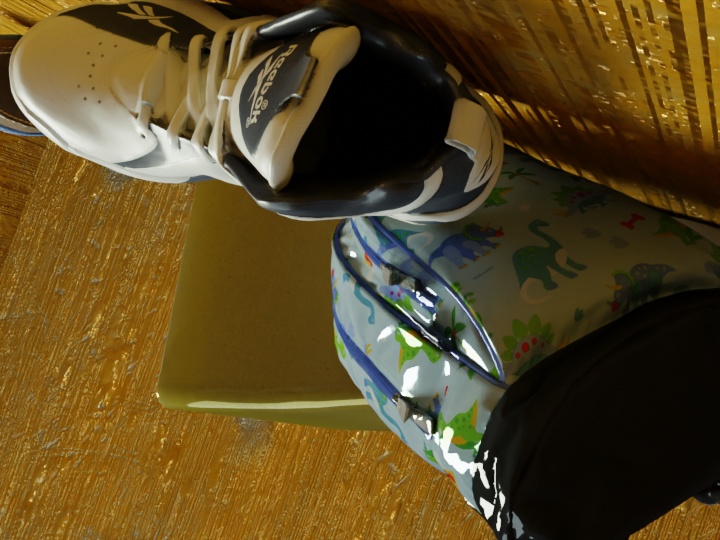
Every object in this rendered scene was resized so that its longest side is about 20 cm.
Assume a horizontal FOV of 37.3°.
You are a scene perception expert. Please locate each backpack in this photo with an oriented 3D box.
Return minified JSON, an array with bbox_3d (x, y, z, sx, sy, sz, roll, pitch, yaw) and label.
[{"bbox_3d":[0.069,0.020,0.485,0.163,0.154,0.200,-20,-161,-22],"label":"backpack"}]

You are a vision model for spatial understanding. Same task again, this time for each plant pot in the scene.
[{"bbox_3d":[0.016,0.010,0.686,0.176,0.201,0.200,6,172,34],"label":"plant pot"}]

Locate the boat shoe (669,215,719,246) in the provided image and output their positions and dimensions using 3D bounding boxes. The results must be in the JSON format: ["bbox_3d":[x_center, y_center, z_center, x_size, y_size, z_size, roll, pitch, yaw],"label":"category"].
[{"bbox_3d":[0.179,0.021,0.591,0.201,0.086,0.075,19,179,34],"label":"boat shoe"}]

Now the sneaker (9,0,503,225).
[{"bbox_3d":[-0.043,-0.064,0.382,0.198,0.080,0.130,19,178,2],"label":"sneaker"}]

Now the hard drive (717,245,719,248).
[{"bbox_3d":[0.240,0.062,0.476,0.200,0.025,0.132,44,162,-11],"label":"hard drive"}]

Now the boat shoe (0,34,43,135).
[{"bbox_3d":[-0.201,-0.129,0.789,0.072,0.073,0.200,13,-175,40],"label":"boat shoe"}]
